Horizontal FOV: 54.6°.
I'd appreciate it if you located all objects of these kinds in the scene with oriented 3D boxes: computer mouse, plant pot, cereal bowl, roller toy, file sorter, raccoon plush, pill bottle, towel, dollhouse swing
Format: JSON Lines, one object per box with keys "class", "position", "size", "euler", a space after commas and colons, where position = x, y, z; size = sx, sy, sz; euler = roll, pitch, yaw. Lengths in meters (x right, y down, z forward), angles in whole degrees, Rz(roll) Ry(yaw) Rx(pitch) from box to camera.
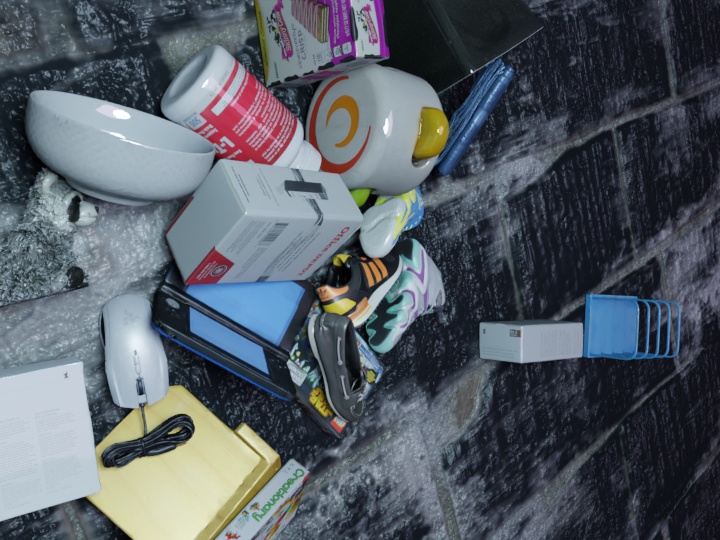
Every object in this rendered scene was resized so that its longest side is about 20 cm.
{"class": "computer mouse", "position": [-0.267, 0.125, 0.831], "size": [0.109, 0.044, 0.200], "euler": [-11, 86, -20]}
{"class": "plant pot", "position": [0.121, -0.381, 1.088], "size": [0.200, 0.199, 0.178], "euler": [-40, 102, -32]}
{"class": "cereal bowl", "position": [-0.266, -0.126, 0.767], "size": [0.200, 0.200, 0.083], "euler": [8, 109, -40]}
{"class": "roller toy", "position": [0.024, -0.202, 1.002], "size": [0.140, 0.200, 0.183], "euler": [2, 57, -41]}
{"class": "file sorter", "position": [0.603, 0.126, 1.544], "size": [0.200, 0.123, 0.139], "euler": [4, 88, -40]}
{"class": "raccoon plush", "position": [-0.377, -0.031, 0.738], "size": [0.200, 0.097, 0.134], "euler": [-16, 94, -38]}
{"class": "pill bottle", "position": [-0.148, -0.184, 0.906], "size": [0.200, 0.112, 0.112], "euler": [40, 67, -33]}
{"class": "towel", "position": [0.179, -0.252, 1.148], "size": [0.200, 0.048, 0.112], "euler": [-58, 174, 14]}
{"class": "dollhouse swing", "position": [-0.233, 0.281, 0.901], "size": [0.200, 0.176, 0.182], "euler": [-48, 161, -29]}

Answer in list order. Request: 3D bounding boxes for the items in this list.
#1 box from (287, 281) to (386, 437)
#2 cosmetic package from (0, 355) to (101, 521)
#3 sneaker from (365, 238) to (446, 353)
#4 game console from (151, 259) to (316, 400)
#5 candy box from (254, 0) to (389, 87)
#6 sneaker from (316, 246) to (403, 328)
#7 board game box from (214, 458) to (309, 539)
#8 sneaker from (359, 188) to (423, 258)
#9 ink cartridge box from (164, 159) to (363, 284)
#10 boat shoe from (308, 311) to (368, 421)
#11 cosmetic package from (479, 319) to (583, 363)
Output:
{"class": "box", "position": [-0.058, 0.134, 1.040], "size": [0.137, 0.040, 0.200], "euler": [-53, 122, -25]}
{"class": "cosmetic package", "position": [-0.391, 0.185, 0.738], "size": [0.200, 0.052, 0.151], "euler": [-9, 99, -31]}
{"class": "sneaker", "position": [0.091, 0.063, 1.133], "size": [0.140, 0.078, 0.200], "euler": [39, 61, -36]}
{"class": "game console", "position": [-0.148, 0.046, 0.890], "size": [0.200, 0.171, 0.118], "euler": [33, 96, -21]}
{"class": "candy box", "position": [-0.057, -0.327, 0.921], "size": [0.061, 0.200, 0.137], "euler": [-13, 98, -40]}
{"class": "sneaker", "position": [0.000, 0.000, 1.040], "size": [0.090, 0.070, 0.200], "euler": [59, 39, -23]}
{"class": "board game box", "position": [-0.148, 0.348, 0.897], "size": [0.200, 0.035, 0.126], "euler": [-41, 158, -42]}
{"class": "sneaker", "position": [0.062, -0.082, 1.091], "size": [0.105, 0.076, 0.200], "euler": [49, 45, -39]}
{"class": "ink cartridge box", "position": [-0.117, -0.056, 0.879], "size": [0.200, 0.144, 0.084], "euler": [0, 56, -48]}
{"class": "boat shoe", "position": [-0.018, 0.142, 0.980], "size": [0.067, 0.057, 0.200], "euler": [-66, 146, -48]}
{"class": "cosmetic package", "position": [0.326, 0.132, 1.325], "size": [0.200, 0.102, 0.074], "euler": [0, 90, -39]}
